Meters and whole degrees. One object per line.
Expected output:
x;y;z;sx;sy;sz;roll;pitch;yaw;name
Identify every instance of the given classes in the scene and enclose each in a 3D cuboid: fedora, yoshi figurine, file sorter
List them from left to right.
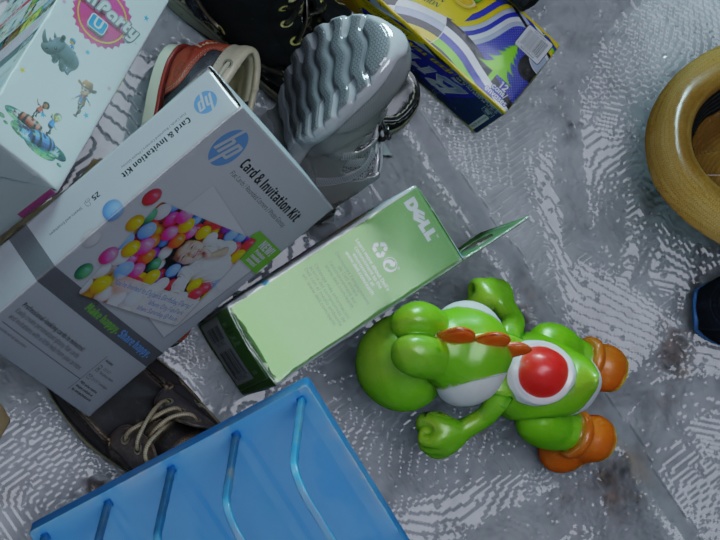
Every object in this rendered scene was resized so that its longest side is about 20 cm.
-0.084;0.187;1.495;0.199;0.123;0.139;-28;108;11;file sorter
0.074;0.065;1.607;0.199;0.113;0.112;22;116;-43;yoshi figurine
0.283;-0.063;1.678;0.199;0.082;0.202;2;55;-4;fedora

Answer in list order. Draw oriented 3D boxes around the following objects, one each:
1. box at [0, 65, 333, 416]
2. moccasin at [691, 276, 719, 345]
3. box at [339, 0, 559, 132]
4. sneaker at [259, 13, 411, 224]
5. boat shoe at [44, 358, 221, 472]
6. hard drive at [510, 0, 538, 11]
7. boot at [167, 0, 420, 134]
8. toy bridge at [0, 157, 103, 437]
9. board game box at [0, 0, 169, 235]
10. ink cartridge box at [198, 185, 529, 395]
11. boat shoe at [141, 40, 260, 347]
-0.126;-0.013;1.480;0.200;0.156;0.041;-41;62;1;box
0.324;0.030;1.698;0.199;0.068;0.081;-7;84;-15;moccasin
0.031;-0.184;1.653;0.200;0.070;0.064;42;75;-5;box
-0.011;-0.093;1.579;0.081;0.200;0.075;10;59;-24;sneaker
-0.115;0.106;1.577;0.200;0.073;0.075;41;75;-6;boat shoe
0.077;-0.285;1.610;0.200;0.140;0.033;46;32;7;hard drive
-0.037;-0.164;1.589;0.203;0.154;0.074;35;74;-6;boot
-0.210;0.013;1.574;0.067;0.027;0.201;20;64;20;toy bridge
-0.192;-0.116;1.517;0.064;0.147;0.201;36;57;-18;board game box
0.000;0.000;1.604;0.199;0.104;0.060;-33;92;-15;ink cartridge box
-0.106;-0.048;1.592;0.062;0.071;0.202;3;79;30;boat shoe
